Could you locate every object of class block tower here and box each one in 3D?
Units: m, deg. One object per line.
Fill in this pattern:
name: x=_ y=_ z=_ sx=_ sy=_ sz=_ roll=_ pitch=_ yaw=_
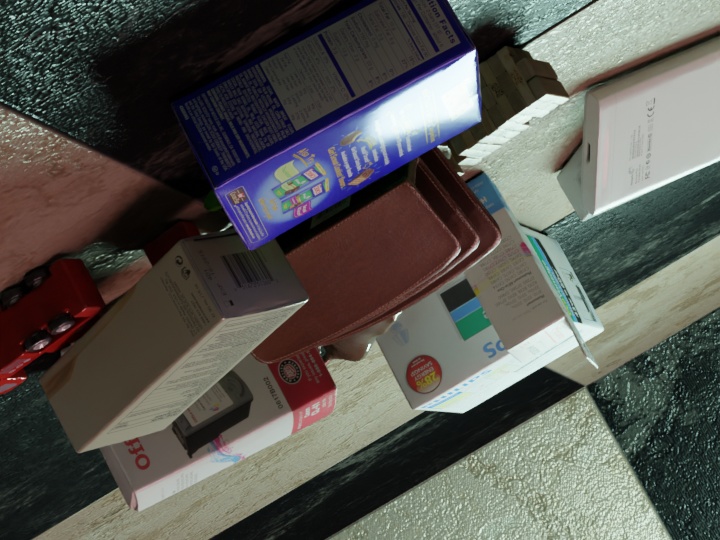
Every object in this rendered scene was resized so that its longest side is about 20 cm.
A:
block tower: x=0.070 y=-0.107 z=1.702 sx=0.200 sy=0.054 sz=0.058 roll=-34 pitch=165 yaw=23

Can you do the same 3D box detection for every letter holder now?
letter holder: x=0.000 y=0.000 z=1.673 sx=0.199 sy=0.142 sz=0.101 roll=-30 pitch=-155 yaw=22

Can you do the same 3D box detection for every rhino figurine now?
rhino figurine: x=-0.012 y=0.040 z=2.006 sx=0.060 sy=0.088 sz=0.200 roll=-21 pitch=164 yaw=-29

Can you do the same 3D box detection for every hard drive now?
hard drive: x=0.294 y=-0.143 z=1.969 sx=0.199 sy=0.027 sz=0.133 roll=-23 pitch=133 yaw=-23

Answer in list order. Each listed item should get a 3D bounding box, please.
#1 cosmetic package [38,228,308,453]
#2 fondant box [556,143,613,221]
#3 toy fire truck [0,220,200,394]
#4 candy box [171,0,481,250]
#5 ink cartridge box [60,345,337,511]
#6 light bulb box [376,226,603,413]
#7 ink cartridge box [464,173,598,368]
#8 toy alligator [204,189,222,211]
cosmetic package: x=-0.144 y=0.052 z=1.593 sx=0.200 sy=0.071 sz=0.105 roll=-41 pitch=163 yaw=34
fondant box: x=0.310 y=-0.135 z=2.096 sx=0.199 sy=0.058 sz=0.144 roll=-25 pitch=166 yaw=-23
toy fire truck: x=-0.221 y=0.034 z=1.627 sx=0.200 sy=0.049 sz=0.141 roll=-35 pitch=165 yaw=21
candy box: x=-0.018 y=-0.109 z=1.461 sx=0.199 sy=0.077 sz=0.169 roll=-28 pitch=166 yaw=-2
ink cartridge box: x=-0.139 y=0.096 z=1.814 sx=0.199 sy=0.148 sz=0.086 roll=-27 pitch=167 yaw=-14
light bulb box: x=0.137 y=0.056 z=2.296 sx=0.198 sy=0.125 sz=0.200 roll=-32 pitch=166 yaw=14
ink cartridge box: x=0.147 y=0.017 z=2.003 sx=0.068 sy=0.201 sz=0.115 roll=-30 pitch=167 yaw=6
toy alligator: x=-0.026 y=-0.084 z=1.586 sx=0.199 sy=0.054 sz=0.059 roll=-31 pitch=167 yaw=9
